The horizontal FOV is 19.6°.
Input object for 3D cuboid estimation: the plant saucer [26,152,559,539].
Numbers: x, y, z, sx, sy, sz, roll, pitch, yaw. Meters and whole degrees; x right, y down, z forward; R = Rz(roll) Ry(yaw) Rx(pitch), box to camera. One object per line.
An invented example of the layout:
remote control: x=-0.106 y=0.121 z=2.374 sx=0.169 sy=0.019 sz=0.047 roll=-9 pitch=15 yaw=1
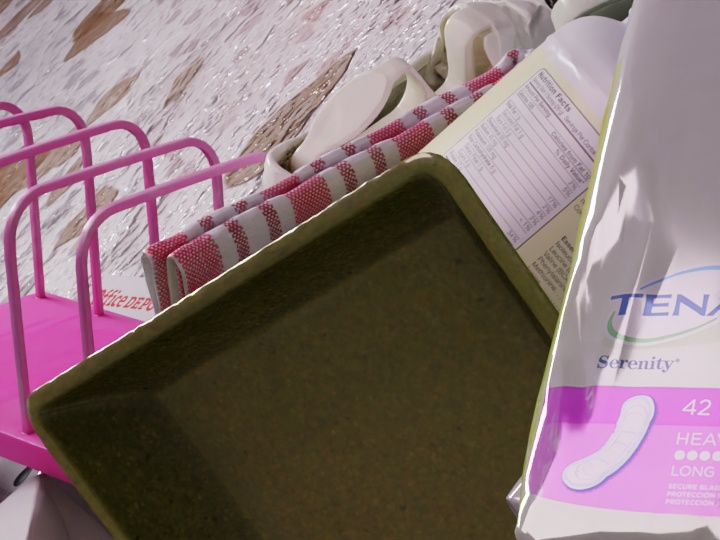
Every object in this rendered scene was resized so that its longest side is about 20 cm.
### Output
plant saucer: x=0.015 y=0.075 z=0.708 sx=0.199 sy=0.201 sz=0.048 roll=-30 pitch=10 yaw=32

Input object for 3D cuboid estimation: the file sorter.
file sorter: x=-0.139 y=0.000 z=0.961 sx=0.199 sy=0.126 sz=0.139 roll=14 pitch=24 yaw=39

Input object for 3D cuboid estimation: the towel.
towel: x=0.000 y=0.000 z=0.881 sx=0.199 sy=0.147 sz=0.030 roll=-30 pitch=50 yaw=-24

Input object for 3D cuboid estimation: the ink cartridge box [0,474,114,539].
ink cartridge box: x=-0.175 y=0.200 z=0.925 sx=0.200 sy=0.116 sz=0.068 roll=-40 pitch=20 yaw=14

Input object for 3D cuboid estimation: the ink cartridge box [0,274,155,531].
ink cartridge box: x=-0.144 y=0.101 z=1.104 sx=0.200 sy=0.084 sz=0.146 roll=-52 pitch=22 yaw=-17

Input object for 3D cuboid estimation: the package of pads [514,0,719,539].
package of pads: x=0.128 y=0.007 z=0.517 sx=0.153 sy=0.068 sz=0.201 roll=0 pitch=54 yaw=25

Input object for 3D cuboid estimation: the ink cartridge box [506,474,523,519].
ink cartridge box: x=0.160 y=0.037 z=0.581 sx=0.144 sy=0.084 sz=0.200 roll=25 pitch=68 yaw=40

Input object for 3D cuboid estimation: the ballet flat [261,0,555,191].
ballet flat: x=0.036 y=-0.076 z=0.918 sx=0.200 sy=0.070 sz=0.069 roll=-38 pitch=18 yaw=-18

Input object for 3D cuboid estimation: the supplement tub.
supplement tub: x=0.082 y=-0.004 z=0.792 sx=0.200 sy=0.145 sz=0.145 roll=-41 pitch=20 yaw=7

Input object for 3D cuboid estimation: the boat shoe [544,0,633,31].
boat shoe: x=0.163 y=-0.152 z=0.918 sx=0.200 sy=0.061 sz=0.072 roll=-15 pitch=-17 yaw=-27
